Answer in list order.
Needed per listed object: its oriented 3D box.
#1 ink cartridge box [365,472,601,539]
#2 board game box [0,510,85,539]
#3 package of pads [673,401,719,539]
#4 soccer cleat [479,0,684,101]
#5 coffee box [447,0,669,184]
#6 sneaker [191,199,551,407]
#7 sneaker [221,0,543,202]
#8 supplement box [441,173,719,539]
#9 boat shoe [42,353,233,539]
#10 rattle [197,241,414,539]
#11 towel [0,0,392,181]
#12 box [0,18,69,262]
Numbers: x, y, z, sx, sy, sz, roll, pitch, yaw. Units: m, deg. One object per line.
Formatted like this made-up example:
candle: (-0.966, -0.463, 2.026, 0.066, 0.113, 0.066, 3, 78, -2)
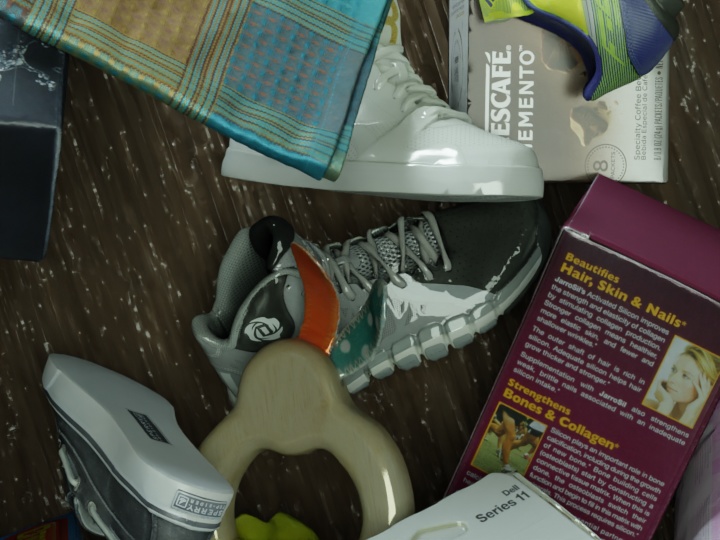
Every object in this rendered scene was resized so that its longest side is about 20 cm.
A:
ink cartridge box: (0.044, 0.222, 1.483, 0.146, 0.083, 0.201, -25, 134, -33)
board game box: (-0.228, 0.191, 1.491, 0.195, 0.200, 0.056, -20, 94, -6)
package of pads: (0.227, 0.149, 1.548, 0.120, 0.200, 0.076, 22, 123, -7)
soccer cleat: (0.078, -0.172, 1.488, 0.084, 0.065, 0.200, -43, 96, 7)
coffee box: (0.106, -0.146, 1.565, 0.112, 0.080, 0.201, 1, 94, -6)
sneaker: (0.000, 0.000, 1.535, 0.200, 0.075, 0.116, -33, 134, 3)
sneaker: (0.013, -0.095, 1.518, 0.199, 0.074, 0.116, 8, 90, 37)
supplement box: (0.128, 0.067, 1.535, 0.110, 0.086, 0.201, 26, 117, 6)
boat shoe: (-0.125, 0.103, 1.503, 0.072, 0.200, 0.068, 19, 101, -31)
rattle: (-0.011, 0.090, 1.530, 0.130, 0.143, 0.201, 2, 87, 36)
towel: (-0.081, -0.138, 1.443, 0.199, 0.022, 0.147, 27, 49, -13)
box: (-0.245, -0.123, 1.459, 0.199, 0.118, 0.197, 5, 55, -8)
